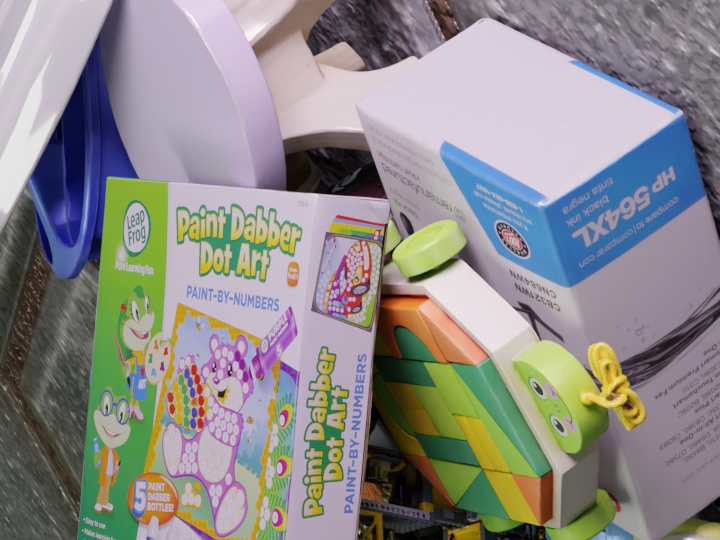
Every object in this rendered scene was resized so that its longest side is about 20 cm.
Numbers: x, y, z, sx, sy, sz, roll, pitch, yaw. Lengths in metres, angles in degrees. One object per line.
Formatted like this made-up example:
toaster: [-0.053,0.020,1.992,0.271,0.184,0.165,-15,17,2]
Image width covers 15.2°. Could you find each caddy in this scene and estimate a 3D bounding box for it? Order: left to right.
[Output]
caddy: [-0.144,-0.095,1.486,0.141,0.105,0.200,151,117,-68]

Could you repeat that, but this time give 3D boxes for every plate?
plate: [-0.167,-0.151,1.380,0.200,0.032,0.200,122,152,-43]

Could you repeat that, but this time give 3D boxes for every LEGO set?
LEGO set: [0.010,0.162,1.333,0.154,0.200,0.116,-16,66,34]

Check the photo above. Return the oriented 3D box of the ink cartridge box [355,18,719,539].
ink cartridge box: [0.094,0.005,1.221,0.146,0.084,0.200,31,148,49]

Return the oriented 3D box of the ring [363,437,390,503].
ring: [-0.045,0.061,1.459,0.200,0.019,0.200,44,171,9]

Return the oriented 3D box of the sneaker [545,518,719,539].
sneaker: [0.148,0.153,1.323,0.105,0.076,0.200,42,164,26]

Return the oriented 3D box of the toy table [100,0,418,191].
toy table: [-0.046,-0.101,1.330,0.184,0.117,0.200,53,160,9]

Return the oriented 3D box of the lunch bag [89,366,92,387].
lunch bag: [-0.090,0.077,1.653,0.082,0.161,0.200,46,160,19]

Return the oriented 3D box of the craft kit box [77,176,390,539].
craft kit box: [-0.063,0.059,1.243,0.200,0.048,0.198,6,89,57]

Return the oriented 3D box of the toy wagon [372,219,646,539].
toy wagon: [0.056,0.052,1.194,0.155,0.040,0.200,60,161,-13]

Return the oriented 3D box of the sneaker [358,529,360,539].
sneaker: [0.024,0.188,1.545,0.091,0.078,0.200,42,-172,-17]

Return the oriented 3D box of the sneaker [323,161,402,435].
sneaker: [0.000,0.000,1.352,0.076,0.116,0.200,42,-169,-25]

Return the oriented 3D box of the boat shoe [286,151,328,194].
boat shoe: [-0.057,-0.025,1.539,0.066,0.072,0.201,52,166,-10]

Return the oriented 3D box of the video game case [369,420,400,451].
video game case: [0.045,0.153,1.581,0.200,0.024,0.182,53,178,10]
